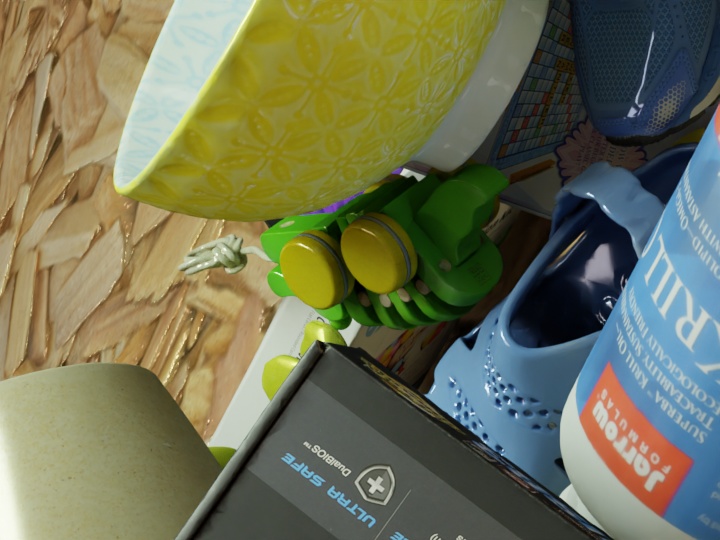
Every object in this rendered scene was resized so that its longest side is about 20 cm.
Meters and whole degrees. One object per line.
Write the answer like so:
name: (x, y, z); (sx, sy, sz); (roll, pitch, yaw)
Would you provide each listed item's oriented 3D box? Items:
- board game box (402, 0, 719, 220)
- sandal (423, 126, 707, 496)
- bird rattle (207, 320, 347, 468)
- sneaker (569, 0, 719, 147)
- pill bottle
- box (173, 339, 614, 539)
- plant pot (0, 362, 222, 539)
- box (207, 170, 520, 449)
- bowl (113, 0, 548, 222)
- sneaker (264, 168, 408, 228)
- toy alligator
board game box: (0.067, -0.127, 1.155); (0.041, 0.199, 0.200); (-7, -64, -66)
sandal: (0.070, 0.026, 1.087); (0.079, 0.087, 0.200); (43, 108, 24)
bird rattle: (-0.009, 0.132, 1.209); (0.113, 0.200, 0.163); (-32, 35, -2)
sneaker: (0.086, -0.144, 1.066); (0.078, 0.089, 0.200); (-5, 88, 44)
pill bottle: (0.130, 0.036, 0.955); (0.112, 0.112, 0.200); (-103, 31, -53)
box: (0.012, 0.158, 0.930); (0.199, 0.200, 0.050); (-54, -14, 4)
plant pot: (-0.096, 0.143, 1.089); (0.187, 0.187, 0.200); (-46, 56, 57)
box: (-0.004, 0.037, 1.336); (0.156, 0.041, 0.200); (-38, -19, -50)
bowl: (0.003, -0.094, 1.083); (0.200, 0.108, 0.200); (-57, 14, 24)
sneaker: (0.001, -0.067, 1.395); (0.070, 0.099, 0.200); (-38, -15, -43)
toy alligator: (0.000, 0.000, 1.159); (0.200, 0.059, 0.054); (-15, 106, 53)
